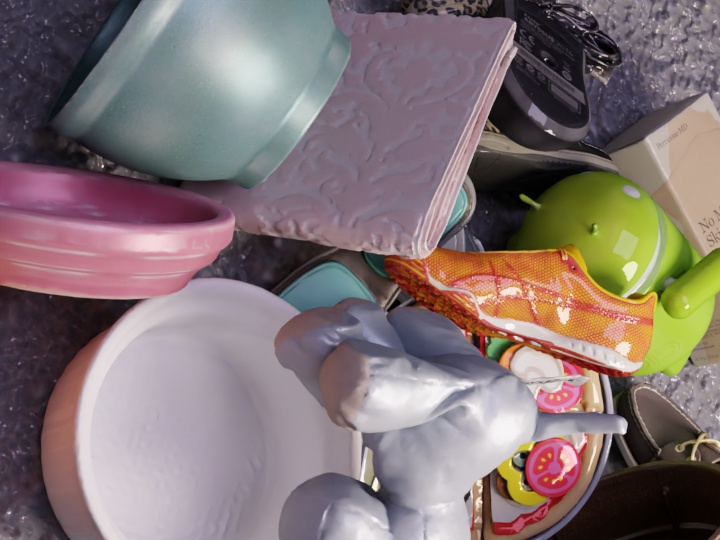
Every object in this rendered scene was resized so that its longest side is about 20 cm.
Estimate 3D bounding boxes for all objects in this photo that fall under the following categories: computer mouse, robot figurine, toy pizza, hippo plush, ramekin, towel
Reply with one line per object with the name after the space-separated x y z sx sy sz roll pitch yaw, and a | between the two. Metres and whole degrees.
0.126 -0.143 1.170 0.138 0.053 0.201 37 34 -15 | computer mouse
0.193 0.004 1.213 0.200 0.175 0.116 40 78 -44 | robot figurine
0.086 0.107 1.141 0.198 0.032 0.202 0 91 -7 | toy pizza
0.027 0.118 0.995 0.198 0.159 0.162 13 104 -15 | hippo plush
-0.107 0.113 1.028 0.199 0.097 0.203 7 76 -31 | ramekin
-0.008 -0.098 1.092 0.192 0.198 0.032 -64 145 -27 | towel

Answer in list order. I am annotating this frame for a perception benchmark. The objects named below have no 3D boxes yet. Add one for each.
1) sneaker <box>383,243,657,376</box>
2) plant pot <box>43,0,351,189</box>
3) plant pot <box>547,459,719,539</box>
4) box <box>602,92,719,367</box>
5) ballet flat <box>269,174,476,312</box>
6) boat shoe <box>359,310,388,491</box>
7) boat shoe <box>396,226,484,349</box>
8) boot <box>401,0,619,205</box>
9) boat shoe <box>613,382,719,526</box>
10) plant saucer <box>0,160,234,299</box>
0.109 0.012 1.105 0.198 0.073 0.078 19 81 -15 | sneaker
-0.091 -0.136 1.023 0.134 0.200 0.201 35 63 -15 | plant pot
0.212 0.271 1.151 0.200 0.200 0.200 -33 105 -33 | plant pot
0.279 -0.032 1.318 0.095 0.078 0.201 -36 99 -33 | box
0.000 0.000 1.135 0.200 0.064 0.068 -41 99 -2 | ballet flat
0.015 0.130 1.088 0.061 0.072 0.202 9 94 12 | boat shoe
0.063 0.005 1.195 0.201 0.072 0.062 61 13 1 | boat shoe
0.116 -0.136 1.239 0.203 0.073 0.155 6 63 -46 | boot
0.264 0.162 1.232 0.071 0.060 0.201 -15 59 -29 | boat shoe
-0.176 -0.024 0.966 0.199 0.200 0.051 3 101 -32 | plant saucer
